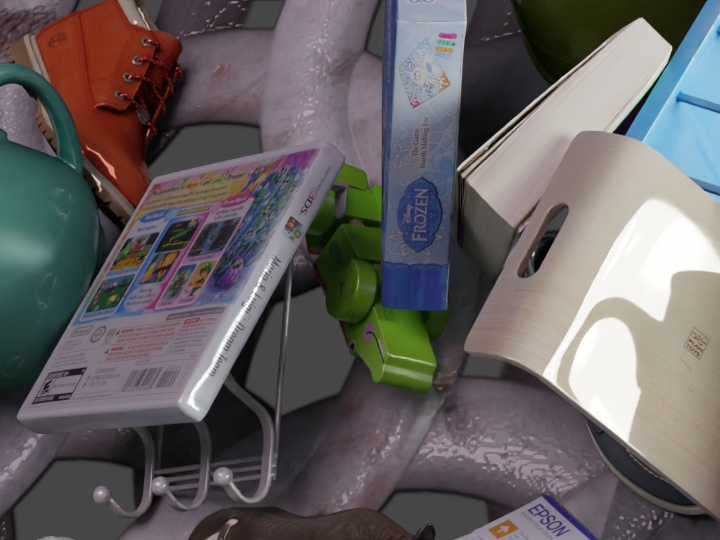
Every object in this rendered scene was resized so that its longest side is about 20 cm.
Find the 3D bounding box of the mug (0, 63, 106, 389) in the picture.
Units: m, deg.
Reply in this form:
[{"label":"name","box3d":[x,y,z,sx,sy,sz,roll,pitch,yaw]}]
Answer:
[{"label":"mug","box3d":[-0.220,-0.015,1.804,0.185,0.114,0.152,-59,25,32]}]

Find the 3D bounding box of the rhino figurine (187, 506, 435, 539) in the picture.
[{"label":"rhino figurine","box3d":[-0.019,0.174,1.635,0.199,0.060,0.088,-1,61,28]}]

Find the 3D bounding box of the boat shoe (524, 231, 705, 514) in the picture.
[{"label":"boat shoe","box3d":[0.146,0.054,1.619,0.073,0.062,0.200,-33,49,2]}]

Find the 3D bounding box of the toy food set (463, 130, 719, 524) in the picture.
[{"label":"toy food set","box3d":[0.161,0.041,1.536,0.060,0.200,0.144,-13,43,59]}]

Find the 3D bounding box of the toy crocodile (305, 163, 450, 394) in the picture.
[{"label":"toy crocodile","box3d":[0.000,0.000,1.742,0.062,0.067,0.200,-55,40,32]}]

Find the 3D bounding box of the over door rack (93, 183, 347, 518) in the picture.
[{"label":"over door rack","box3d":[-0.093,0.043,1.717,0.148,0.067,0.201,-12,59,53]}]

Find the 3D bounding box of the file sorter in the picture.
[{"label":"file sorter","box3d":[0.255,-0.087,1.605,0.122,0.139,0.200,21,71,36]}]

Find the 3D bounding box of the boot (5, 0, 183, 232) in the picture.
[{"label":"boot","box3d":[-0.158,-0.110,1.909,0.107,0.075,0.200,-30,47,2]}]

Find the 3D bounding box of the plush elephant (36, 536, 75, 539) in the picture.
[{"label":"plush elephant","box3d":[-0.205,0.235,1.635,0.164,0.155,0.200,-31,49,8]}]

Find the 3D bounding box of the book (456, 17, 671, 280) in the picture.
[{"label":"book","box3d":[0.115,-0.065,1.641,0.134,0.200,0.048,-44,82,-7]}]

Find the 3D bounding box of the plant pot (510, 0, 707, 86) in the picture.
[{"label":"plant pot","box3d":[0.152,-0.231,1.727,0.200,0.193,0.201,-15,52,20]}]

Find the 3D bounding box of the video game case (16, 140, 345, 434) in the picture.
[{"label":"video game case","box3d":[-0.107,0.012,1.692,0.200,0.024,0.182,-9,47,56]}]

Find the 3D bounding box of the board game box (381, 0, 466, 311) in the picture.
[{"label":"board game box","box3d":[0.035,-0.116,1.685,0.043,0.199,0.200,2,38,-1]}]

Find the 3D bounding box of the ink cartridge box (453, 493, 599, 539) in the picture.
[{"label":"ink cartridge box","box3d":[0.054,0.202,1.486,0.200,0.041,0.200,-20,25,-15]}]
